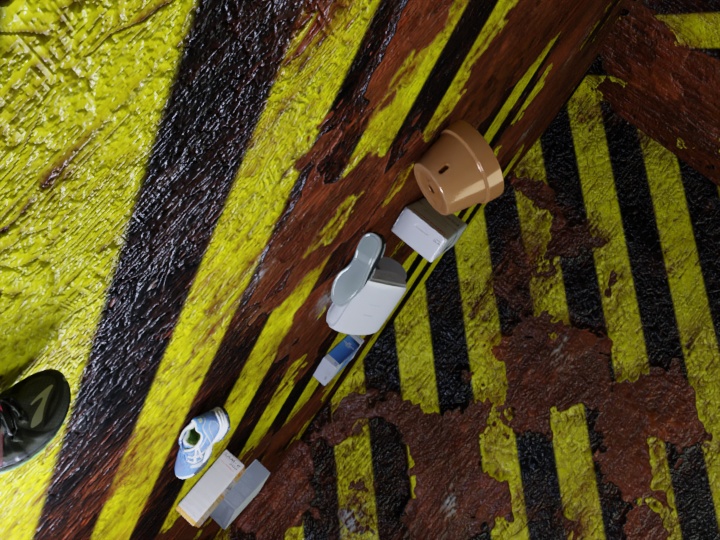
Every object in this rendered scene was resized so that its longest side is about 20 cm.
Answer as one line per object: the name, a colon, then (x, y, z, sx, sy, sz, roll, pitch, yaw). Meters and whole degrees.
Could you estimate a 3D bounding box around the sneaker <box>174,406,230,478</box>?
sneaker: (-0.342, 0.352, 1.397, 0.076, 0.076, 0.201, 0, 131, -48)

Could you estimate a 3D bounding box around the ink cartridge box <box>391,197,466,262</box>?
ink cartridge box: (0.191, -0.118, 1.879, 0.086, 0.147, 0.200, -57, 167, 28)

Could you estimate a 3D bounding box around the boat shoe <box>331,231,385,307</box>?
boat shoe: (0.000, 0.000, 1.645, 0.201, 0.075, 0.060, -55, 163, 16)

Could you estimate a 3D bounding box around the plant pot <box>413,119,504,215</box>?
plant pot: (0.215, -0.222, 1.577, 0.139, 0.201, 0.200, -33, 167, -8)

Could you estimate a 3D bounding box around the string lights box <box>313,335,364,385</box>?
string lights box: (-0.074, 0.304, 2.382, 0.200, 0.059, 0.103, -39, 164, -52)

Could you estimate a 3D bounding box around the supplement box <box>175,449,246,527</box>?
supplement box: (-0.408, 0.602, 1.888, 0.200, 0.073, 0.126, -49, 170, -21)

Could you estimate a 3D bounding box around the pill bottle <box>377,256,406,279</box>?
pill bottle: (0.045, 0.066, 1.953, 0.114, 0.113, 0.201, -36, 161, -55)

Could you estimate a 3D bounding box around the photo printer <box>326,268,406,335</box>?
photo printer: (0.011, 0.089, 1.827, 0.165, 0.070, 0.201, 12, 123, -38)

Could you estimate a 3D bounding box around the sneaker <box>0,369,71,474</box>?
sneaker: (-0.347, 0.149, 0.632, 0.084, 0.077, 0.200, -54, 172, 35)

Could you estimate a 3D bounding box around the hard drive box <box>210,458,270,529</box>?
hard drive box: (-0.428, 0.797, 2.443, 0.200, 0.076, 0.157, -39, 164, -50)
